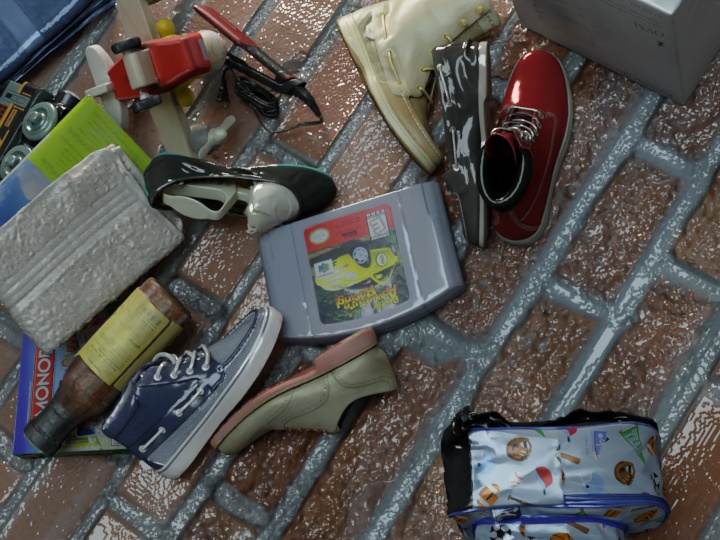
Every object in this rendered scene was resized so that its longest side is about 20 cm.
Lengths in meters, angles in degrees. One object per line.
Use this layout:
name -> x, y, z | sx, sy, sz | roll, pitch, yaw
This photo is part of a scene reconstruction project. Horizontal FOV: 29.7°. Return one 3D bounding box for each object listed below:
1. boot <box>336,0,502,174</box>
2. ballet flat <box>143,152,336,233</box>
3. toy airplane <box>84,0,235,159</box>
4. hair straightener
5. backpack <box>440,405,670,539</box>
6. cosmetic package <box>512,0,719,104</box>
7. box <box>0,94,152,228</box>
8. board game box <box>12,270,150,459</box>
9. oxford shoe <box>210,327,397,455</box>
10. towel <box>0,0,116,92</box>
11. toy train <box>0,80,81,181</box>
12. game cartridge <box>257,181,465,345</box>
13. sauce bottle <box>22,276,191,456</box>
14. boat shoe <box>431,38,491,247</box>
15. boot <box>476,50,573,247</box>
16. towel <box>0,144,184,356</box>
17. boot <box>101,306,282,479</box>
boot -> 0.080, -0.212, 1.389 | 0.154, 0.073, 0.201 | -28, 64, 5
ballet flat -> -0.124, -0.072, 1.382 | 0.198, 0.068, 0.069 | 5, 45, 1
toy airplane -> -0.209, -0.212, 1.432 | 0.140, 0.201, 0.199 | -23, 53, -24
hair straightener -> -0.122, -0.206, 1.470 | 0.199, 0.041, 0.077 | 38, 107, 18
backpack -> 0.171, 0.192, 1.171 | 0.188, 0.200, 0.156 | -12, 74, 5
cosmetic package -> 0.246, -0.284, 1.290 | 0.198, 0.200, 0.124 | 31, 85, 23
box -> -0.311, -0.069, 1.415 | 0.122, 0.048, 0.200 | 45, 72, -12
board game box -> -0.290, 0.093, 1.419 | 0.133, 0.029, 0.202 | -5, 71, 14
oxford shoe -> -0.056, 0.135, 1.316 | 0.199, 0.071, 0.074 | -33, 89, 16
towel -> -0.383, -0.289, 1.560 | 0.200, 0.049, 0.112 | -41, 66, 1
toy train -> -0.379, -0.114, 1.489 | 0.113, 0.085, 0.201 | 23, 82, 34
game cartridge -> 0.000, 0.000, 1.361 | 0.198, 0.041, 0.134 | -17, 73, 11
sauce bottle -> -0.256, 0.097, 1.356 | 0.200, 0.066, 0.066 | -46, 66, -4
boat shoe -> 0.100, -0.124, 1.332 | 0.056, 0.067, 0.202 | 1, 97, 13
boot -> 0.156, -0.139, 1.301 | 0.072, 0.144, 0.202 | 4, 73, 19
towel -> -0.285, -0.024, 1.379 | 0.200, 0.034, 0.133 | -44, 101, -19
boot -> -0.164, 0.103, 1.327 | 0.090, 0.073, 0.201 | 35, 91, -19
